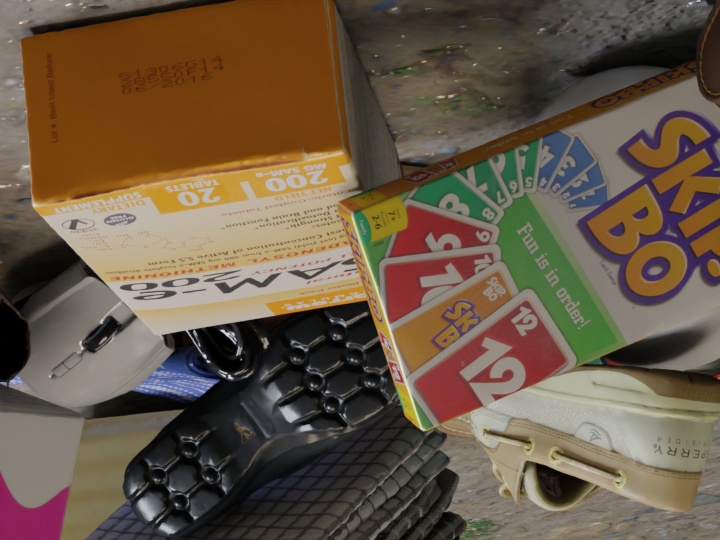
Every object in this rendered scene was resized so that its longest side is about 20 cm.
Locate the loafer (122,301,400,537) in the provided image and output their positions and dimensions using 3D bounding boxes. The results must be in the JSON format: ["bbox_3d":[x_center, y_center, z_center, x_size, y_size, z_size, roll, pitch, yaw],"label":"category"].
[{"bbox_3d":[-0.035,0.064,1.170,0.200,0.068,0.070,-36,-179,20],"label":"loafer"}]

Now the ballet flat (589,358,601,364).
[{"bbox_3d":[0.103,0.028,1.244,0.070,0.067,0.200,-50,167,20],"label":"ballet flat"}]

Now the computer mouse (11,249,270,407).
[{"bbox_3d":[-0.130,0.033,1.153,0.110,0.044,0.200,41,149,-12],"label":"computer mouse"}]

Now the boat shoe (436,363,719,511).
[{"bbox_3d":[0.089,0.077,1.067,0.074,0.067,0.200,8,174,-26],"label":"boat shoe"}]

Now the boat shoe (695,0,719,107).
[{"bbox_3d":[0.160,-0.118,0.813,0.067,0.072,0.200,4,155,-17],"label":"boat shoe"}]

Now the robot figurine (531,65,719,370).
[{"bbox_3d":[0.128,-0.021,1.028,0.170,0.113,0.200,-43,160,-1],"label":"robot figurine"}]

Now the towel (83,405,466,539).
[{"bbox_3d":[-0.052,0.152,1.234,0.165,0.086,0.200,-2,-152,37],"label":"towel"}]

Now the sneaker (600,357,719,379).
[{"bbox_3d":[0.226,0.013,1.248,0.200,0.071,0.098,-11,149,-31],"label":"sneaker"}]

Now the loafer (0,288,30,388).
[{"bbox_3d":[-0.196,0.013,1.054,0.071,0.073,0.200,22,178,12],"label":"loafer"}]

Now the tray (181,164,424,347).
[{"bbox_3d":[0.000,0.000,1.181,0.098,0.037,0.200,5,160,-35],"label":"tray"}]

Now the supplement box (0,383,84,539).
[{"bbox_3d":[-0.239,0.096,1.150,0.103,0.102,0.199,10,-177,-44],"label":"supplement box"}]

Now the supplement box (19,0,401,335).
[{"bbox_3d":[-0.054,-0.039,0.965,0.125,0.074,0.200,-9,163,7],"label":"supplement box"}]

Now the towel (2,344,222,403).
[{"bbox_3d":[-0.096,0.061,1.290,0.144,0.024,0.199,7,171,-40],"label":"towel"}]

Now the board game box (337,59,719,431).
[{"bbox_3d":[0.097,-0.018,0.918,0.199,0.096,0.030,-23,-161,-13],"label":"board game box"}]

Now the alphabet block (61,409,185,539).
[{"bbox_3d":[-0.084,0.187,1.449,0.199,0.198,0.195,-6,170,-1],"label":"alphabet block"}]
